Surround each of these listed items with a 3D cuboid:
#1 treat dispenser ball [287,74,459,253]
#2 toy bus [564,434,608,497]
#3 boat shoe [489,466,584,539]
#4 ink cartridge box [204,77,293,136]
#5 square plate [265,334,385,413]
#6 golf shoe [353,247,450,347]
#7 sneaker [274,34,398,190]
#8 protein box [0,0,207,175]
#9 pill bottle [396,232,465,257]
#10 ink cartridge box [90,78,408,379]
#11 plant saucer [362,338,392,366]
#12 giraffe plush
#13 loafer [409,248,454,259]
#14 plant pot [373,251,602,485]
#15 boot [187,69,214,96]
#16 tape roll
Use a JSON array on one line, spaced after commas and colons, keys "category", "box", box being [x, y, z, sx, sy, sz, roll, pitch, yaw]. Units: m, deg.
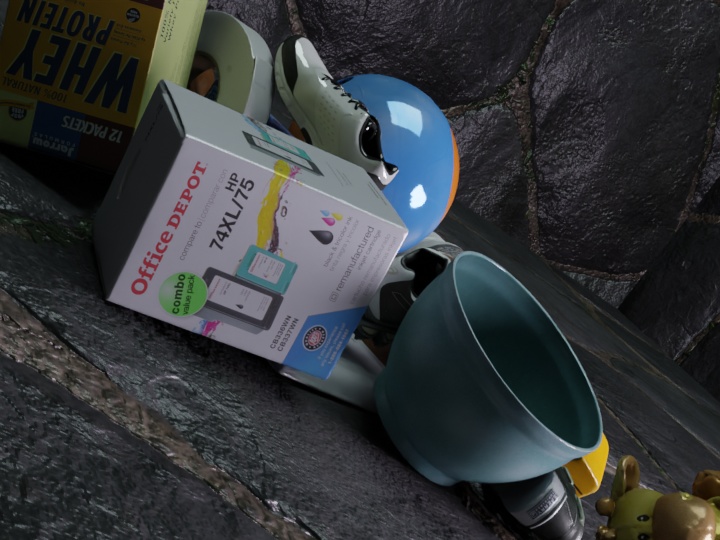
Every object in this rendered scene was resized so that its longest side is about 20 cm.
[{"category": "treat dispenser ball", "box": [0.010, -0.115, 1.391, 0.200, 0.201, 0.201, 35, 10, -7]}, {"category": "toy bus", "box": [0.174, 0.139, 1.266, 0.200, 0.078, 0.065, 50, 39, -16]}, {"category": "boat shoe", "box": [0.160, 0.201, 1.152, 0.064, 0.071, 0.200, 49, 8, -9]}, {"category": "ink cartridge box", "box": [-0.118, -0.091, 1.307, 0.076, 0.137, 0.200, 24, 16, -48]}, {"category": "square plate", "box": [-0.052, 0.057, 1.177, 0.197, 0.029, 0.200, 26, 14, -45]}, {"category": "golf shoe", "box": [0.068, 0.027, 1.184, 0.199, 0.094, 0.078, 2, 51, -55]}, {"category": "sneaker", "box": [-0.021, -0.154, 1.253, 0.073, 0.080, 0.201, 0, 62, -56]}, {"category": "protein box", "box": [-0.238, -0.208, 1.166, 0.134, 0.200, 0.200, 15, 10, 0]}, {"category": "pill bottle", "box": [0.112, 0.033, 1.608, 0.113, 0.113, 0.200, 29, 13, -38]}, {"category": "ink cartridge box", "box": [-0.095, -0.034, 1.014, 0.199, 0.147, 0.146, 21, 17, -25]}, {"category": "plant saucer", "box": [0.063, 0.098, 1.321, 0.200, 0.035, 0.200, 41, 6, -5]}, {"category": "giraffe plush", "box": [0.291, 0.241, 1.123, 0.161, 0.200, 0.173, 25, 38, -28]}, {"category": "loafer", "box": [0.135, 0.038, 1.464, 0.199, 0.076, 0.068, 37, -18, 6]}, {"category": "plant pot", "box": [0.097, 0.104, 1.090, 0.200, 0.134, 0.201, 40, 26, -24]}, {"category": "boot", "box": [-0.193, -0.214, 1.476, 0.188, 0.068, 0.202, -75, 155, -80]}, {"category": "tape roll", "box": [-0.173, -0.173, 1.308, 0.037, 0.203, 0.203, 26, 14, -48]}]
